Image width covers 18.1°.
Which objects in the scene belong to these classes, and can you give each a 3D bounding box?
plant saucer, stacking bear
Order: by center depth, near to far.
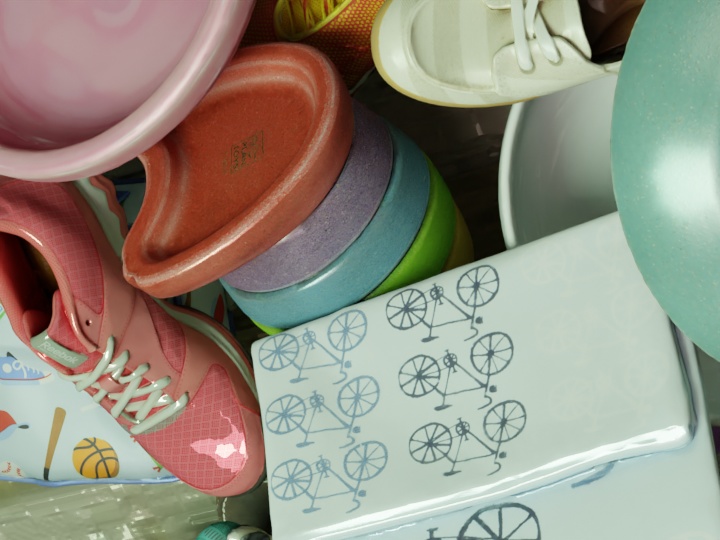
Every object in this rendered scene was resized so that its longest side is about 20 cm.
[{"bbox_3d":[0.191,-0.051,0.855,0.199,0.036,0.201,-3,98,-20],"label":"plant saucer"},{"bbox_3d":[-0.118,-0.135,0.981,0.200,0.051,0.201,-6,78,31],"label":"plant saucer"},{"bbox_3d":[0.000,0.000,1.006,0.113,0.122,0.200,-25,133,24],"label":"stacking bear"}]

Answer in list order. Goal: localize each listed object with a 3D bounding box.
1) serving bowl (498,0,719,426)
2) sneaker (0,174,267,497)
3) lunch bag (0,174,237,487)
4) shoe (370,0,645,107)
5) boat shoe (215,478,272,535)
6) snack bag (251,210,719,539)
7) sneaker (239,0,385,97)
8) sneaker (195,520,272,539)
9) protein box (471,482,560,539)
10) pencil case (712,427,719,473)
[{"bbox_3d":[0.152,-0.033,0.968,0.199,0.066,0.201,0,86,-7],"label":"serving bowl"},{"bbox_3d":[-0.121,0.035,1.045,0.074,0.087,0.200,-34,97,29],"label":"sneaker"},{"bbox_3d":[-0.154,0.026,1.144,0.199,0.076,0.161,-2,112,19],"label":"lunch bag"},{"bbox_3d":[0.101,-0.113,0.908,0.199,0.053,0.070,-14,89,-9],"label":"shoe"},{"bbox_3d":[0.011,0.123,1.139,0.199,0.072,0.072,-4,118,22],"label":"boat shoe"},{"bbox_3d":[0.049,0.088,0.879,0.188,0.201,0.021,-18,150,19],"label":"snack bag"},{"bbox_3d":[0.004,-0.129,0.989,0.200,0.077,0.073,-27,62,23],"label":"sneaker"},{"bbox_3d":[-0.084,0.178,1.171,0.080,0.078,0.200,34,155,11],"label":"sneaker"},{"bbox_3d":[0.080,0.161,0.986,0.135,0.200,0.199,39,87,-3],"label":"protein box"},{"bbox_3d":[0.196,0.075,1.040,0.200,0.084,0.085,40,139,-5],"label":"pencil case"}]
